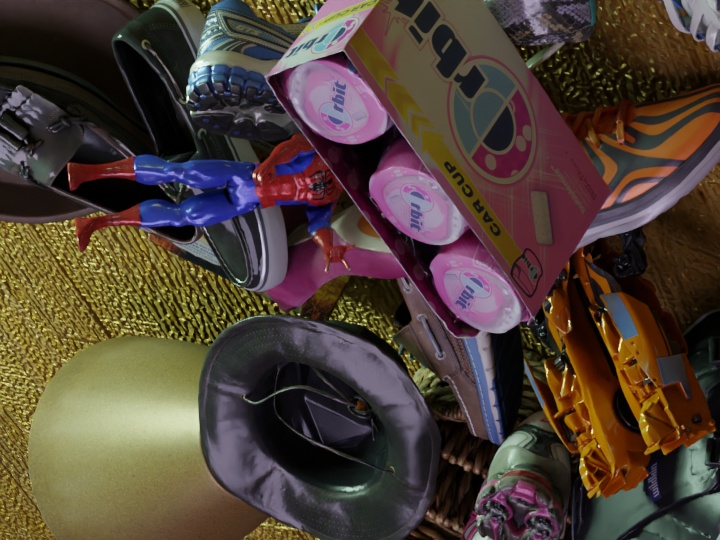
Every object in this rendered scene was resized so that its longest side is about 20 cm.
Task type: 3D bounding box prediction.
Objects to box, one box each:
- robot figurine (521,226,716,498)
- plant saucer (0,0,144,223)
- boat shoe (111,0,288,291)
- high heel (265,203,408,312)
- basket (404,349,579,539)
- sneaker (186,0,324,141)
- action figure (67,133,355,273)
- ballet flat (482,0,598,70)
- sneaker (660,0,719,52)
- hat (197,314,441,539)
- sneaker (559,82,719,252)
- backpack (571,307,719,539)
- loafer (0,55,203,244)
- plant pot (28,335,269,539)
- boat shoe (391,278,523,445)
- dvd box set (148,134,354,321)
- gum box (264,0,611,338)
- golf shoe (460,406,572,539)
[{"bbox_3d":[0.142,0.032,1.711,0.145,0.058,0.201,-44,66,50],"label":"robot figurine"},{"bbox_3d":[-0.214,-0.116,1.803,0.198,0.030,0.201,-4,131,-5],"label":"plant saucer"},{"bbox_3d":[-0.106,-0.074,1.760,0.068,0.056,0.201,0,114,54],"label":"boat shoe"},{"bbox_3d":[0.000,0.000,1.767,0.199,0.067,0.097,10,127,41],"label":"high heel"},{"bbox_3d":[0.111,0.157,1.946,0.199,0.150,0.143,29,151,-3],"label":"basket"},{"bbox_3d":[-0.008,-0.121,1.677,0.199,0.086,0.077,13,151,-24],"label":"sneaker"},{"bbox_3d":[-0.077,-0.040,1.693,0.198,0.099,0.066,-8,115,-5],"label":"action figure"},{"bbox_3d":[0.058,-0.137,1.587,0.199,0.072,0.072,-8,136,44],"label":"ballet flat"},{"bbox_3d":[0.197,-0.124,1.422,0.199,0.147,0.081,7,146,31],"label":"sneaker"},{"bbox_3d":[-0.019,0.092,1.894,0.199,0.081,0.202,14,130,17],"label":"hat"},{"bbox_3d":[0.122,-0.076,1.606,0.199,0.078,0.112,-31,110,28],"label":"sneaker"},{"bbox_3d":[0.226,0.139,1.787,0.150,0.179,0.200,21,145,-27],"label":"backpack"},{"bbox_3d":[-0.181,-0.077,1.781,0.199,0.063,0.072,23,122,-26],"label":"loafer"},{"bbox_3d":[-0.124,0.132,2.033,0.186,0.187,0.200,38,157,-20],"label":"plant pot"},{"bbox_3d":[0.060,0.030,1.837,0.072,0.072,0.201,-2,123,21],"label":"boat shoe"},{"bbox_3d":[-0.060,-0.043,1.883,0.146,0.030,0.200,26,151,-3],"label":"dvd box set"},{"bbox_3d":[0.049,-0.070,1.521,0.066,0.114,0.200,-16,118,43],"label":"gum box"},{"bbox_3d":[0.109,0.177,1.880,0.072,0.092,0.201,21,140,3],"label":"golf shoe"}]
